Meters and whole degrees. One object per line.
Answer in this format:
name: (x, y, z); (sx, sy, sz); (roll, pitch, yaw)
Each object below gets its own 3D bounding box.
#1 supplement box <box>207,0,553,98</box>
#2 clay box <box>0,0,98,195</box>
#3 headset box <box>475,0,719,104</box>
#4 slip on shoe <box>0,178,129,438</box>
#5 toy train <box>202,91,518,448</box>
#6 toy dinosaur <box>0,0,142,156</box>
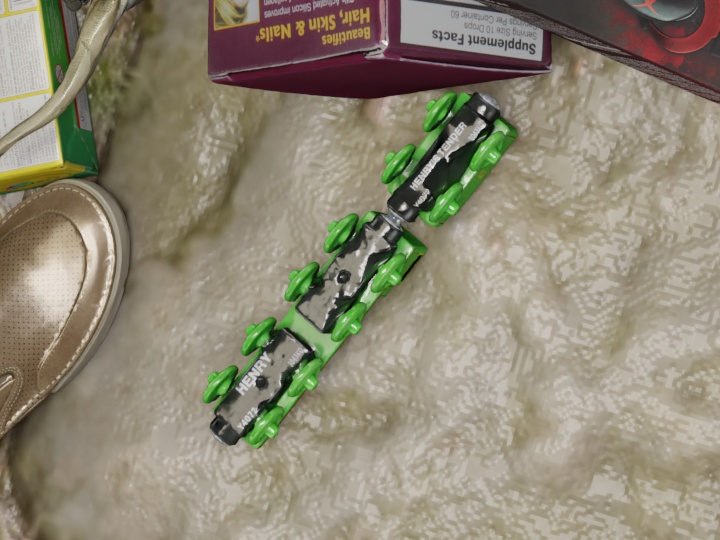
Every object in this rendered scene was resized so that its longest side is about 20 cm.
supplement box: (0.009, -0.182, 1.247); (0.131, 0.103, 0.201); (-3, 86, 51)
clay box: (-0.233, -0.085, 1.376); (0.199, 0.048, 0.115); (-10, 84, 18)
headset box: (0.143, -0.155, 1.192); (0.075, 0.200, 0.149); (25, 94, 57)
slip on shoe: (-0.185, 0.041, 1.346); (0.076, 0.061, 0.200); (45, 101, 16)
toy train: (0.000, 0.000, 1.289); (0.042, 0.056, 0.200); (41, 99, 11)
toy dinosaur: (-0.110, -0.140, 1.296); (0.047, 0.088, 0.200); (30, 75, 0)
